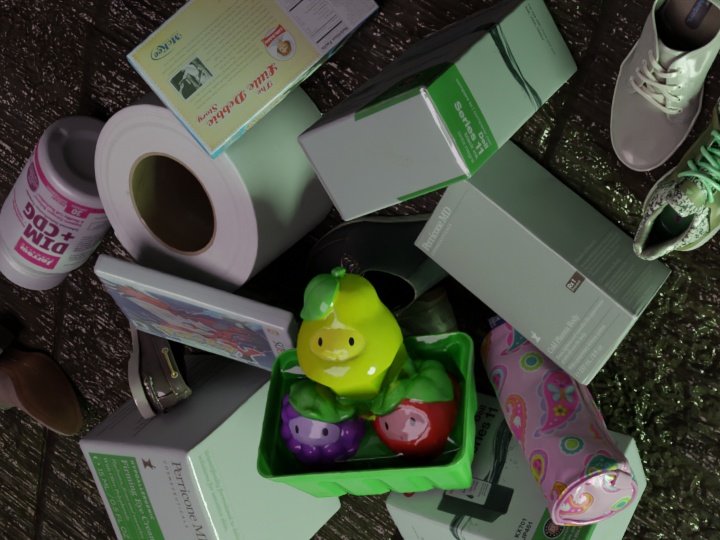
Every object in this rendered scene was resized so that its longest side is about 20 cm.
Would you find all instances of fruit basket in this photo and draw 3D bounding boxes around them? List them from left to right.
[{"bbox_3d":[0.001,0.105,1.309,0.213,0.157,0.216,5,146,3],"label":"fruit basket"}]

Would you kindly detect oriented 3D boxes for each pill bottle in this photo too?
[{"bbox_3d":[-0.329,-0.068,1.610,0.113,0.113,0.200,47,136,3],"label":"pill bottle"}]

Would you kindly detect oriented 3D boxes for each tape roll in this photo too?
[{"bbox_3d":[-0.140,-0.093,1.427,0.201,0.139,0.204,19,127,27],"label":"tape roll"}]

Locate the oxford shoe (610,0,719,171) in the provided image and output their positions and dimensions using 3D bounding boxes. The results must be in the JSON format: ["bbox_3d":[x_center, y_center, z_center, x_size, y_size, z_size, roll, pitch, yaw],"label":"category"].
[{"bbox_3d":[0.239,-0.157,1.146,0.075,0.058,0.201,32,134,14],"label":"oxford shoe"}]

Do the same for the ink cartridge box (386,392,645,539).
[{"bbox_3d":[0.144,0.208,1.371,0.199,0.147,0.083,13,148,31],"label":"ink cartridge box"}]

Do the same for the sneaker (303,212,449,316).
[{"bbox_3d":[0.000,0.000,1.399,0.199,0.106,0.075,-14,108,42],"label":"sneaker"}]

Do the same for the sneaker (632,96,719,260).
[{"bbox_3d":[0.276,-0.073,1.147,0.077,0.089,0.201,38,134,12],"label":"sneaker"}]

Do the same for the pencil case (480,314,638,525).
[{"bbox_3d":[0.173,0.127,1.300,0.088,0.087,0.201,110,150,-42],"label":"pencil case"}]

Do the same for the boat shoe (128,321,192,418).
[{"bbox_3d":[-0.215,0.075,1.590,0.059,0.201,0.072,-19,128,6],"label":"boat shoe"}]

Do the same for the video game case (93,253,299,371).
[{"bbox_3d":[-0.151,0.050,1.449,0.198,0.023,0.182,17,162,10],"label":"video game case"}]

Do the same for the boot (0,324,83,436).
[{"bbox_3d":[-0.448,0.150,1.887,0.201,0.070,0.146,52,142,0],"label":"boot"}]

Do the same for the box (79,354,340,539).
[{"bbox_3d":[-0.160,0.224,1.604,0.170,0.200,0.201,-1,116,36],"label":"box"}]

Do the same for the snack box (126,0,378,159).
[{"bbox_3d":[-0.094,-0.208,1.295,0.116,0.200,0.037,49,178,1],"label":"snack box"}]

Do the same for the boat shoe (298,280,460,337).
[{"bbox_3d":[0.010,0.062,1.459,0.199,0.073,0.064,-18,101,36],"label":"boat shoe"}]

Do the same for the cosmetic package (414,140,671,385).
[{"bbox_3d":[0.157,-0.012,1.284,0.199,0.090,0.107,37,137,9],"label":"cosmetic package"}]

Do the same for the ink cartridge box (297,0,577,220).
[{"bbox_3d":[0.067,-0.137,1.194,0.146,0.200,0.083,-17,109,44],"label":"ink cartridge box"}]
